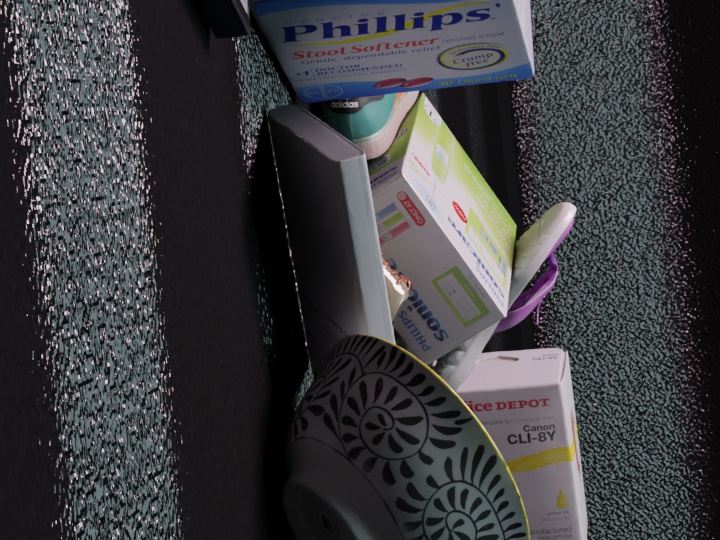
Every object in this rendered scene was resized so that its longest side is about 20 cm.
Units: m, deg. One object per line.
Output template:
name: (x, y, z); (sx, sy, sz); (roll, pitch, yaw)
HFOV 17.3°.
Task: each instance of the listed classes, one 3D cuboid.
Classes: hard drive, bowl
hard drive: (-0.017, -0.004, 1.636); (0.132, 0.027, 0.200); (-141, -143, -60)
bowl: (0.010, 0.152, 1.567); (0.201, 0.094, 0.201); (40, -31, 29)

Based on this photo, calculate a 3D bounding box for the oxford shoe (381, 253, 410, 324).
oxford shoe: (0.000, 0.000, 1.760); (0.070, 0.075, 0.201); (-57, 141, -75)

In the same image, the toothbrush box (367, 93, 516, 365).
toothbrush box: (0.050, -0.036, 1.910); (0.146, 0.086, 0.200); (54, 19, -14)

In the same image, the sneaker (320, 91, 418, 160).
sneaker: (0.007, -0.166, 1.921); (0.200, 0.071, 0.080); (-77, 164, -60)

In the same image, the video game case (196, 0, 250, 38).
video game case: (-0.101, -0.266, 1.429); (0.200, 0.025, 0.181); (63, 24, -66)

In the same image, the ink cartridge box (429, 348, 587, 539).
ink cartridge box: (0.147, 0.189, 2.384); (0.083, 0.145, 0.200); (-70, 153, -67)

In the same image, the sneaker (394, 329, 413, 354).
sneaker: (0.026, 0.102, 1.902); (0.200, 0.066, 0.091); (-88, 166, -53)

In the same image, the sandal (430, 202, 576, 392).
sandal: (0.124, 0.032, 1.958); (0.203, 0.050, 0.082); (-54, -169, 10)

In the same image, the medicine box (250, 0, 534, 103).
medicine box: (0.024, -0.207, 1.686); (0.200, 0.182, 0.103); (57, 29, -72)
